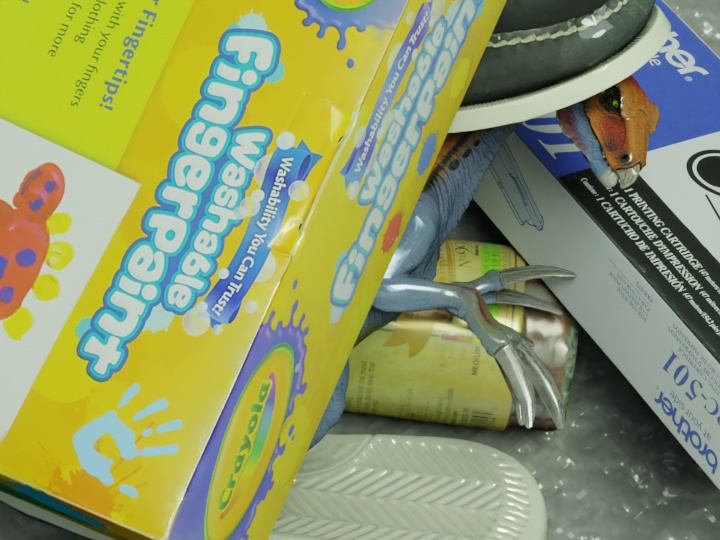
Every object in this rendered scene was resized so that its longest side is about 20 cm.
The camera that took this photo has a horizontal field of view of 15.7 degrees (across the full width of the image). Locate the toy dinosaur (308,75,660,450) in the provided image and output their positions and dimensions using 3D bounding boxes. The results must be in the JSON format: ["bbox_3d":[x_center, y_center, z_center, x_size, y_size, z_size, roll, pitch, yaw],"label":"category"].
[{"bbox_3d":[0.000,0.000,0.765,0.200,0.105,0.182,26,91,-29],"label":"toy dinosaur"}]

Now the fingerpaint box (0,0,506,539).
[{"bbox_3d":[-0.071,-0.037,0.719,0.166,0.073,0.201,19,78,20],"label":"fingerpaint box"}]

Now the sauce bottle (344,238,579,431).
[{"bbox_3d":[-0.026,0.015,0.887,0.199,0.065,0.065,6,71,-3],"label":"sauce bottle"}]

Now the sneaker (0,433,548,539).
[{"bbox_3d":[-0.038,0.089,0.856,0.199,0.085,0.075,15,48,16],"label":"sneaker"}]

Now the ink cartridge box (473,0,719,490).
[{"bbox_3d":[0.104,-0.019,0.867,0.094,0.044,0.200,-16,47,-26],"label":"ink cartridge box"}]

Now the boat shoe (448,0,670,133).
[{"bbox_3d":[-0.002,-0.087,0.784,0.199,0.068,0.072,11,43,34],"label":"boat shoe"}]
